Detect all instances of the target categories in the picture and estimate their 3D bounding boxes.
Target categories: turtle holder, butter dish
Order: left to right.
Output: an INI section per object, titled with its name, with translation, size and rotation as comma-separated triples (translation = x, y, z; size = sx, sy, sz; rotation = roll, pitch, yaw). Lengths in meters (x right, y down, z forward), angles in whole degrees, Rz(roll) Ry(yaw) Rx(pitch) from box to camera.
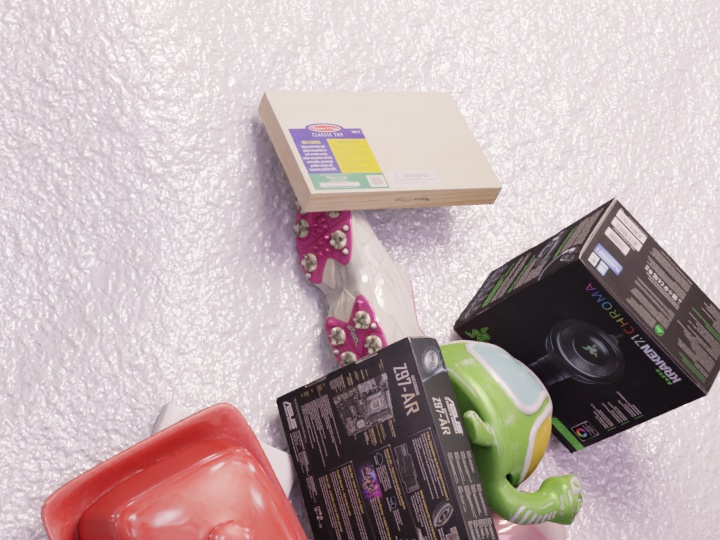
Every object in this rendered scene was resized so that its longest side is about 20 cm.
[butter dish]
translation = -0.124, 0.227, 1.366
size = 0.200, 0.148, 0.200
rotation = -27, 93, -26
[turtle holder]
translation = 0.114, 0.139, 1.498
size = 0.132, 0.185, 0.141
rotation = -19, 119, -41

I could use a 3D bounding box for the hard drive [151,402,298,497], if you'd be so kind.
[hard drive]
translation = -0.144, 0.232, 1.452
size = 0.132, 0.027, 0.200
rotation = 25, 72, -17

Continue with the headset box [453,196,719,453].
[headset box]
translation = 0.209, 0.056, 1.548
size = 0.174, 0.200, 0.093
rotation = 46, 50, -10

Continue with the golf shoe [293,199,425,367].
[golf shoe]
translation = 0.000, 0.000, 1.543
size = 0.091, 0.075, 0.200
rotation = -8, 80, -48

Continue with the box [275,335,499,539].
[box]
translation = 0.021, 0.176, 1.442
size = 0.043, 0.160, 0.200
rotation = 4, 64, -52

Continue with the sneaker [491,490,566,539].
[sneaker]
translation = 0.102, 0.240, 1.533
size = 0.200, 0.075, 0.105
rotation = 21, 66, -17

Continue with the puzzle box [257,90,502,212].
[puzzle box]
translation = 0.017, -0.112, 1.544
size = 0.200, 0.025, 0.133
rotation = -3, 49, -27
